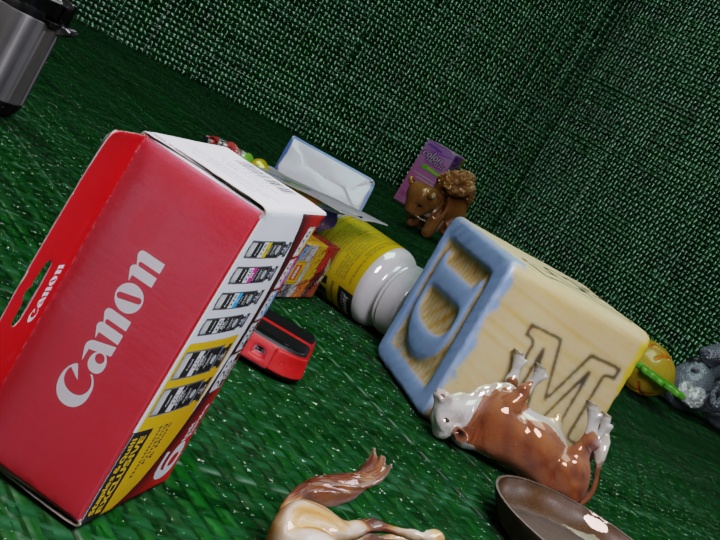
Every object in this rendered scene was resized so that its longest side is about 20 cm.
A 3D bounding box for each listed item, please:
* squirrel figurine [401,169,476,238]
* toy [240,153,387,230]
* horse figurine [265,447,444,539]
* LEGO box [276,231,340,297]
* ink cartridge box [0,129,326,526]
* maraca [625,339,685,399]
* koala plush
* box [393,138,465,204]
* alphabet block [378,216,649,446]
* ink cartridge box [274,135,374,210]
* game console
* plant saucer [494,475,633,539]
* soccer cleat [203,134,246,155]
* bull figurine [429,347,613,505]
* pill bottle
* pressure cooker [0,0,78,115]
[{"bbox_3d":[0.189,-0.179,2.930,0.142,0.200,0.187,47,4,39],"label":"squirrel figurine"},{"bbox_3d":[-0.077,-0.086,1.485,0.200,0.047,0.115,31,11,29],"label":"toy"},{"bbox_3d":[-0.008,0.174,0.699,0.132,0.050,0.200,10,23,-15],"label":"horse figurine"},{"bbox_3d":[-0.144,-0.050,1.469,0.200,0.077,0.149,33,8,16],"label":"LEGO box"},{"bbox_3d":[-0.122,0.030,0.667,0.084,0.200,0.176,33,8,9],"label":"ink cartridge box"},{"bbox_3d":[0.569,0.198,2.378,0.137,0.107,0.200,30,9,-18],"label":"maraca"},{"bbox_3d":[0.724,0.252,2.543,0.199,0.185,0.177,5,8,-19],"label":"koala plush"},{"bbox_3d":[0.203,-0.267,3.490,0.097,0.200,0.176,32,8,12],"label":"box"},{"bbox_3d":[0.167,0.085,1.365,0.200,0.197,0.195,27,10,-21],"label":"alphabet block"},{"bbox_3d":[-0.074,-0.088,1.731,0.136,0.076,0.200,30,-29,-1],"label":"ink cartridge box"},{"bbox_3d":[-0.136,0.039,1.174,0.200,0.031,0.177,31,4,-2],"label":"game console"},{"bbox_3d":[0.199,0.251,1.067,0.200,0.032,0.200,31,8,-5],"label":"plant saucer"},{"bbox_3d":[-0.215,-0.180,2.020,0.085,0.069,0.200,22,7,-25],"label":"soccer cleat"},{"bbox_3d":[0.167,0.159,1.235,0.200,0.122,0.065,35,-1,-7],"label":"bull figurine"},{"bbox_3d":[0.000,0.000,1.554,0.200,0.115,0.114,35,10,31],"label":"pill bottle"},{"bbox_3d":[-0.460,-0.315,1.501,0.178,0.200,0.176,35,10,32],"label":"pressure cooker"}]
